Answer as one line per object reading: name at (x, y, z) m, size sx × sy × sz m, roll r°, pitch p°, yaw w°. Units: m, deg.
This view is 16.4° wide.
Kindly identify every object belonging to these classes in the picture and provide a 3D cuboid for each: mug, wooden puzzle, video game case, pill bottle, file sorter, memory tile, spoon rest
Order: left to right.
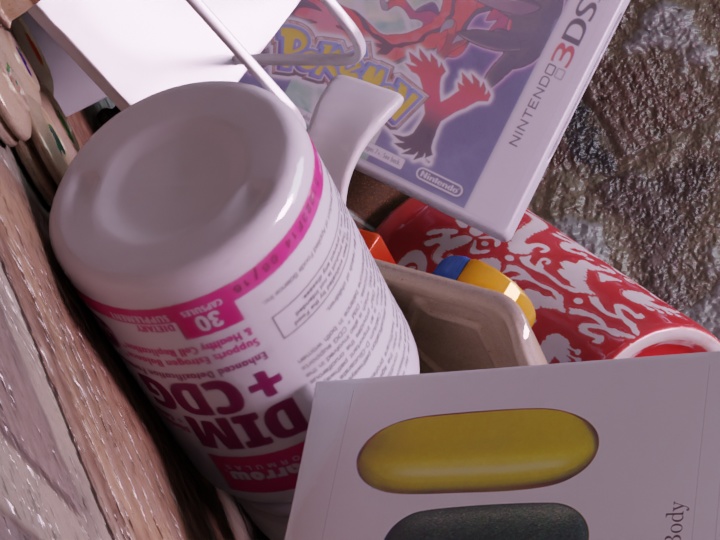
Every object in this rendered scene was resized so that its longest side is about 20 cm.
memory tile at (-0.158, -0.100, 1.063) m, size 0.154 × 0.017 × 0.200 m, roll 64°, pitch 2°, yaw 35°
pill bottle at (-0.041, 0.026, 1.056) m, size 0.200 × 0.113 × 0.114 m, roll 61°, pitch 3°, yaw -44°
file sorter at (-0.039, -0.168, 1.080) m, size 0.124 × 0.200 × 0.139 m, roll 4°, pitch -37°, yaw 53°
spoon rest at (0.000, 0.000, 1.246) m, size 0.099 × 0.061 × 0.201 m, roll 20°, pitch -42°, yaw 30°
video game case at (0.030, -0.139, 1.321) m, size 0.199 × 0.183 × 0.023 m, roll 26°, pitch -4°, yaw 11°
wooden puzzle at (0.033, 0.042, 1.186) m, size 0.199 × 0.046 × 0.185 m, roll 21°, pitch -27°, yaw 36°
mug at (0.115, 0.036, 1.330) m, size 0.200 × 0.177 × 0.134 m, roll 33°, pitch -39°, yaw 53°

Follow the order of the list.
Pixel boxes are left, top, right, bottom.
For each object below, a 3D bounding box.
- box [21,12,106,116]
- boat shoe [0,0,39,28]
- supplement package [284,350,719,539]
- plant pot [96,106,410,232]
box at (-0.108, -0.213, 1.241) m, size 0.200 × 0.199 × 0.131 m, roll 62°, pitch 3°, yaw -12°
boat shoe at (-0.152, -0.174, 0.940) m, size 0.076 × 0.071 × 0.201 m, roll 63°, pitch 10°, yaw -69°
supplement package at (0.086, 0.138, 0.976) m, size 0.151 × 0.199 × 0.152 m, roll 61°, pitch 31°, yaw -46°
plant pot at (-0.014, -0.107, 1.425) m, size 0.200 × 0.199 × 0.200 m, roll 36°, pitch 6°, yaw -4°
